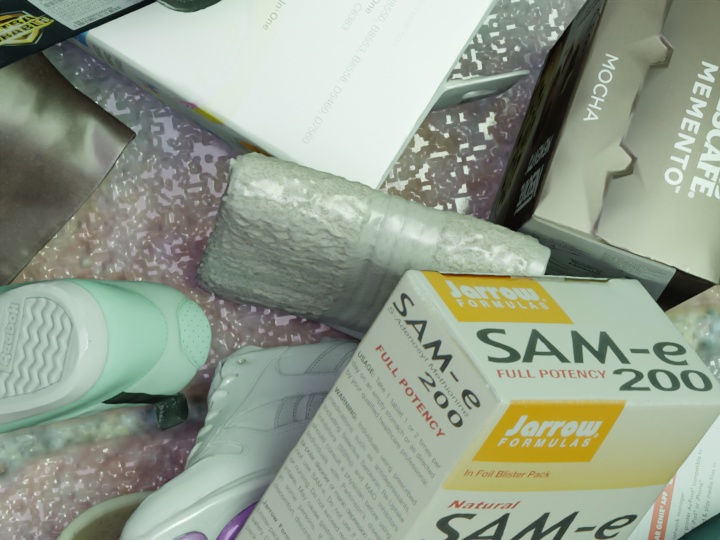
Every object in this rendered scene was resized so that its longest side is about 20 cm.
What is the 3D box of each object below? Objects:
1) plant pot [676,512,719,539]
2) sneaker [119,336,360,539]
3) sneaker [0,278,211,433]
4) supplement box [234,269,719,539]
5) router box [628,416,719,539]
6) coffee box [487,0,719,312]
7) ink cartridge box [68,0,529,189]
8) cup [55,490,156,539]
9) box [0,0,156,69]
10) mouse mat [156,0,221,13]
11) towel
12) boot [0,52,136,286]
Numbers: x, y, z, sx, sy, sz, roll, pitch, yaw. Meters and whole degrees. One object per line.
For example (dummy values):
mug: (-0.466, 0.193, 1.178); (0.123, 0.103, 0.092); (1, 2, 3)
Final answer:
plant pot: (0.179, 0.168, 1.217); (0.200, 0.200, 0.135); (21, 55, -2)
sneaker: (-0.043, 0.084, 1.257); (0.099, 0.200, 0.075); (29, 124, 28)
sneaker: (-0.159, 0.047, 1.296); (0.200, 0.118, 0.074); (-10, 83, 33)
supplement box: (0.033, 0.096, 1.159); (0.074, 0.126, 0.200); (55, 127, 34)
router box: (0.147, 0.158, 1.318); (0.179, 0.049, 0.201); (12, 89, -2)
coffee box: (0.109, -0.046, 1.236); (0.080, 0.200, 0.113); (20, 83, -2)
ink cartridge box: (-0.030, -0.112, 1.272); (0.200, 0.129, 0.125); (33, 88, -1)
cup: (-0.064, 0.210, 1.254); (0.200, 0.200, 0.143); (27, 116, -2)
box: (-0.154, -0.174, 1.211); (0.159, 0.046, 0.201); (-19, 58, 27)
mouse mat: (-0.051, -0.193, 1.182); (0.200, 0.008, 0.161); (-30, 83, -41)
towel: (0.000, 0.000, 1.239); (0.132, 0.200, 0.035); (16, 79, -2)
boot: (-0.217, -0.044, 1.294); (0.200, 0.072, 0.166); (-44, 98, 6)
